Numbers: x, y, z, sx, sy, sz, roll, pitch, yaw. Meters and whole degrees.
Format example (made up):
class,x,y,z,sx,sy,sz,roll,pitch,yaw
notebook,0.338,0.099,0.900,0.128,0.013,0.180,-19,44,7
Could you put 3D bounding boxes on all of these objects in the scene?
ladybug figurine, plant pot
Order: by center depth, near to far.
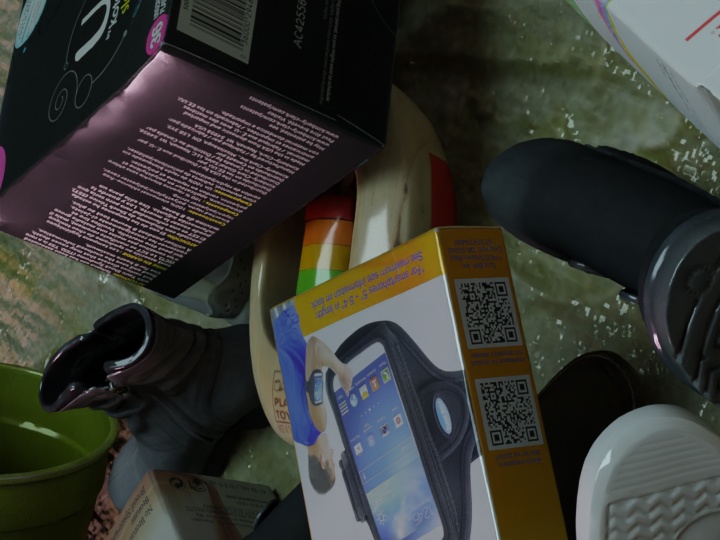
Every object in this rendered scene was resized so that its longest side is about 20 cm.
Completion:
class,x,y,z,sx,sy,sz,roll,pitch,yaw
ladybug figurine,0.000,0.000,0.918,0.135,0.072,0.201,2,81,55
plant pot,-0.267,0.183,1.163,0.200,0.199,0.194,31,118,54

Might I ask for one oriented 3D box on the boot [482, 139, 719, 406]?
class,x,y,z,sx,sy,sz,roll,pitch,yaw
boot,0.113,-0.011,0.672,0.200,0.164,0.066,40,104,51

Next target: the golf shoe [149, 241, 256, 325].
class,x,y,z,sx,sy,sz,roll,pitch,yaw
golf shoe,-0.114,-0.035,1.075,0.200,0.091,0.076,45,118,52

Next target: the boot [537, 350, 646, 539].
class,x,y,z,sx,sy,sz,roll,pitch,yaw
boot,0.049,0.122,0.782,0.075,0.097,0.201,44,119,34

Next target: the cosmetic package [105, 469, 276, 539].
class,x,y,z,sx,sy,sz,roll,pitch,yaw
cosmetic package,-0.070,0.213,0.942,0.104,0.087,0.200,-59,40,23

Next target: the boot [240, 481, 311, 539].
class,x,y,z,sx,sy,sz,roll,pitch,yaw
boot,-0.044,0.139,0.803,0.066,0.200,0.165,48,167,13

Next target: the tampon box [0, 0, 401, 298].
class,x,y,z,sx,sy,sz,roll,pitch,yaw
tampon box,-0.088,-0.104,0.907,0.200,0.126,0.151,-32,43,46

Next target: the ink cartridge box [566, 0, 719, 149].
class,x,y,z,sx,sy,sz,roll,pitch,yaw
ink cartridge box,0.158,-0.117,0.698,0.117,0.067,0.200,-39,43,4

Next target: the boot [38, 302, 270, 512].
class,x,y,z,sx,sy,sz,roll,pitch,yaw
boot,-0.131,0.078,1.029,0.200,0.131,0.070,-45,47,38

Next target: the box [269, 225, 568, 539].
class,x,y,z,sx,sy,sz,roll,pitch,yaw
box,0.026,0.094,0.712,0.119,0.041,0.201,-26,69,49

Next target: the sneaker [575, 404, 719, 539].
class,x,y,z,sx,sy,sz,roll,pitch,yaw
sneaker,0.107,0.101,0.654,0.074,0.201,0.118,-29,38,-2
